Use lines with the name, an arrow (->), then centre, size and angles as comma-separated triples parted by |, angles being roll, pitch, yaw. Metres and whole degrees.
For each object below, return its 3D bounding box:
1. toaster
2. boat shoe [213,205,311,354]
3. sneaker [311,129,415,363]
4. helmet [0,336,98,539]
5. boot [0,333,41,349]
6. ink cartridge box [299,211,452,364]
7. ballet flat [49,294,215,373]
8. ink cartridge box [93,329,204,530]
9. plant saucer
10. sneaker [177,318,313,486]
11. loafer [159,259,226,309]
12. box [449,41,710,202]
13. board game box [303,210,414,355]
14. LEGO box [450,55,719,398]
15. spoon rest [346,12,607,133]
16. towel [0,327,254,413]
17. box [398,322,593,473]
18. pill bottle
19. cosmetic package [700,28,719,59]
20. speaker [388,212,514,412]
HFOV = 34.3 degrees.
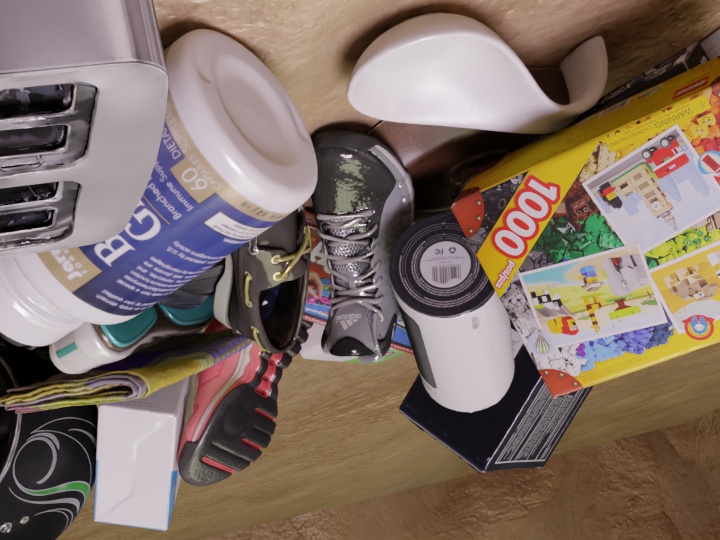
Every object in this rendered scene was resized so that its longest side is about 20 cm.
toaster -> -0.175, -0.087, 0.491 | 0.199, 0.119, 0.181 | -10, 163, -22
boat shoe -> -0.063, -0.013, 0.840 | 0.072, 0.060, 0.202 | -42, 159, -31
sneaker -> 0.000, 0.000, 0.842 | 0.075, 0.116, 0.200 | 2, 144, 17
helmet -> -0.313, 0.153, 0.984 | 0.199, 0.201, 0.191 | -18, 160, 4
boot -> -0.313, 0.019, 0.775 | 0.199, 0.073, 0.182 | -18, 151, -19
ink cartridge box -> 0.051, 0.013, 1.076 | 0.199, 0.084, 0.145 | -25, 162, 25
ballet flat -> -0.176, 0.035, 0.901 | 0.069, 0.070, 0.200 | -23, -177, 19
ink cartridge box -> -0.188, 0.128, 1.058 | 0.066, 0.116, 0.200 | 6, -158, -3
plant saucer -> 0.087, -0.089, 0.885 | 0.199, 0.032, 0.200 | -16, 162, -5
sneaker -> -0.113, 0.094, 1.027 | 0.086, 0.201, 0.074 | 8, 155, 41
loafer -> -0.148, -0.017, 0.836 | 0.072, 0.073, 0.200 | -32, 169, 18
box -> 0.185, -0.038, 0.811 | 0.200, 0.158, 0.050 | -28, -170, 37
board game box -> 0.022, 0.020, 0.974 | 0.199, 0.020, 0.103 | 18, 131, -12
LEGO box -> 0.182, -0.027, 0.730 | 0.199, 0.149, 0.077 | -24, -168, 29
spoon rest -> 0.082, -0.119, 0.731 | 0.199, 0.061, 0.099 | -5, 160, -36
towel -> -0.168, 0.071, 0.916 | 0.143, 0.023, 0.200 | -11, -174, 30
box -> 0.168, 0.100, 1.248 | 0.201, 0.123, 0.198 | -59, 153, 7
pill bottle -> -0.132, -0.038, 0.666 | 0.200, 0.112, 0.111 | -32, 158, 24
cosmetic package -> 0.240, -0.067, 0.891 | 0.051, 0.152, 0.200 | -4, 158, -37
speaker -> 0.073, 0.038, 0.875 | 0.081, 0.082, 0.200 | -17, 154, 2
